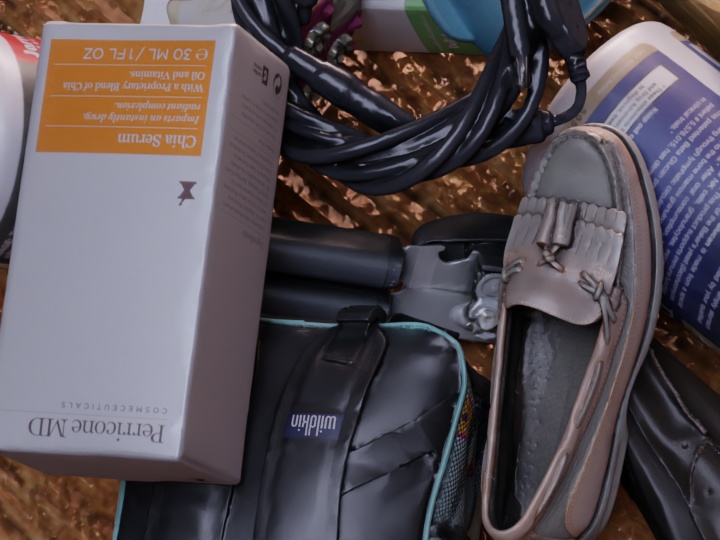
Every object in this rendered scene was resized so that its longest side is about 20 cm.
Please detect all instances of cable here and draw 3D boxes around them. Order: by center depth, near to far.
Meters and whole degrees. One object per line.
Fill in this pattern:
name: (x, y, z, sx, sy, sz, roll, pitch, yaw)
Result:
cable: (0.016, -0.137, 1.411, 0.163, 0.051, 0.201, -21, 78, 14)

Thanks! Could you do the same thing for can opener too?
can opener: (0.000, 0.000, 1.474, 0.199, 0.053, 0.067, 6, 33, -15)

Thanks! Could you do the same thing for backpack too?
backpack: (-0.028, 0.131, 1.416, 0.175, 0.153, 0.201, 4, 66, 17)

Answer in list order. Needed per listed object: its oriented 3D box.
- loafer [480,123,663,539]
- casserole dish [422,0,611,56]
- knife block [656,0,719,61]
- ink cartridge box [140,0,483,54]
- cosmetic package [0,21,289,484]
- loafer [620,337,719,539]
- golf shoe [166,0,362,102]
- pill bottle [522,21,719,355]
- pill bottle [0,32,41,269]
loafer: (0.093, 0.032, 1.381, 0.072, 0.063, 0.201, 8, 95, 34)
casserole dish: (0.109, -0.190, 1.485, 0.200, 0.121, 0.039, -46, 32, -18)
knife block: (0.239, -0.091, 1.474, 0.064, 0.200, 0.176, -42, 113, -2)
ink cartridge box: (-0.023, -0.179, 1.555, 0.199, 0.067, 0.118, 3, 75, 15)
cosmetic package: (-0.100, -0.008, 1.363, 0.101, 0.071, 0.201, 2, 78, 21)
loafer: (0.161, 0.090, 1.432, 0.071, 0.073, 0.201, -24, 74, -4)
golf shoe: (-0.020, -0.175, 1.480, 0.091, 0.075, 0.200, 32, 85, 22)
pill bottle: (0.183, -0.020, 1.431, 0.200, 0.111, 0.111, 39, 86, 22)
pill bottle: (-0.156, -0.056, 1.471, 0.114, 0.199, 0.114, -19, 67, 54)
